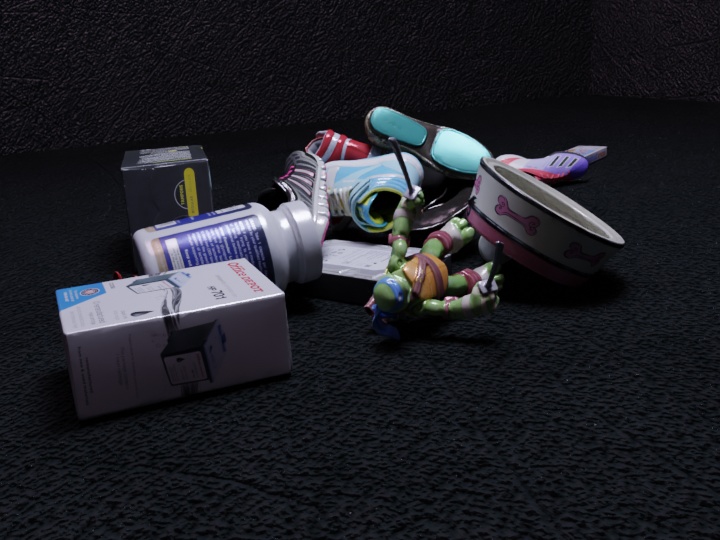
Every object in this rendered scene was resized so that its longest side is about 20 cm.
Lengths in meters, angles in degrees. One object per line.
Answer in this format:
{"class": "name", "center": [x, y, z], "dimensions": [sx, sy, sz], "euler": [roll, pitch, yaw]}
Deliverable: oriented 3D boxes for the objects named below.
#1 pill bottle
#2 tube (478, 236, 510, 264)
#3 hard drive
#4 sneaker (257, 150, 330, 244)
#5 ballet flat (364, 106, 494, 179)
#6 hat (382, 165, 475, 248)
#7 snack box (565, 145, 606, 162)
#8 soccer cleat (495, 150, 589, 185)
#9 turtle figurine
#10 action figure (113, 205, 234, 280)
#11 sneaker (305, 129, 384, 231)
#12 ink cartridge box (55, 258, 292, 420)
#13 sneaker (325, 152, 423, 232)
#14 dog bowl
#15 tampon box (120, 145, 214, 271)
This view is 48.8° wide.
{"class": "pill bottle", "center": [-0.150, -0.012, 0.905], "dimensions": [0.197, 0.118, 0.115], "euler": [-16, 19, -19]}
{"class": "tube", "center": [0.208, -0.053, 1.138], "dimensions": [0.052, 0.058, 0.200], "euler": [-45, -1, 21]}
{"class": "hard drive", "center": [0.000, 0.000, 1.008], "dimensions": [0.197, 0.039, 0.139], "euler": [9, 21, 33]}
{"class": "sneaker", "center": [-0.094, -0.103, 1.060], "dimensions": [0.086, 0.074, 0.202], "euler": [14, 37, -20]}
{"class": "ballet flat", "center": [0.098, -0.176, 1.143], "dimensions": [0.197, 0.069, 0.075], "euler": [23, -16, 8]}
{"class": "hat", "center": [0.097, -0.079, 1.156], "dimensions": [0.197, 0.082, 0.202], "euler": [-18, 29, 10]}
{"class": "snack box", "center": [0.496, -0.259, 1.809], "dimensions": [0.071, 0.025, 0.199], "euler": [9, 20, 33]}
{"class": "soccer cleat", "center": [0.358, -0.189, 1.553], "dimensions": [0.196, 0.069, 0.074], "euler": [-2, 39, -8]}
{"class": "turtle figurine", "center": [0.100, -0.021, 0.840], "dimensions": [0.142, 0.204, 0.193], "euler": [22, 17, 24]}
{"class": "action figure", "center": [-0.233, -0.031, 1.063], "dimensions": [0.064, 0.101, 0.199], "euler": [11, 19, 37]}
{"class": "sneaker", "center": [-0.042, -0.141, 1.225], "dimensions": [0.111, 0.201, 0.072], "euler": [23, 56, -5]}
{"class": "ink cartridge box", "center": [-0.181, 0.058, 0.762], "dimensions": [0.197, 0.088, 0.146], "euler": [-12, 18, -22]}
{"class": "sneaker", "center": [-0.014, -0.098, 1.100], "dimensions": [0.197, 0.080, 0.131], "euler": [-14, 28, 21]}
{"class": "dog bowl", "center": [0.214, -0.055, 0.958], "dimensions": [0.198, 0.075, 0.201], "euler": [26, 19, -10]}
{"class": "tampon box", "center": [-0.288, -0.102, 1.206], "dimensions": [0.124, 0.153, 0.200], "euler": [-7, 17, -12]}
